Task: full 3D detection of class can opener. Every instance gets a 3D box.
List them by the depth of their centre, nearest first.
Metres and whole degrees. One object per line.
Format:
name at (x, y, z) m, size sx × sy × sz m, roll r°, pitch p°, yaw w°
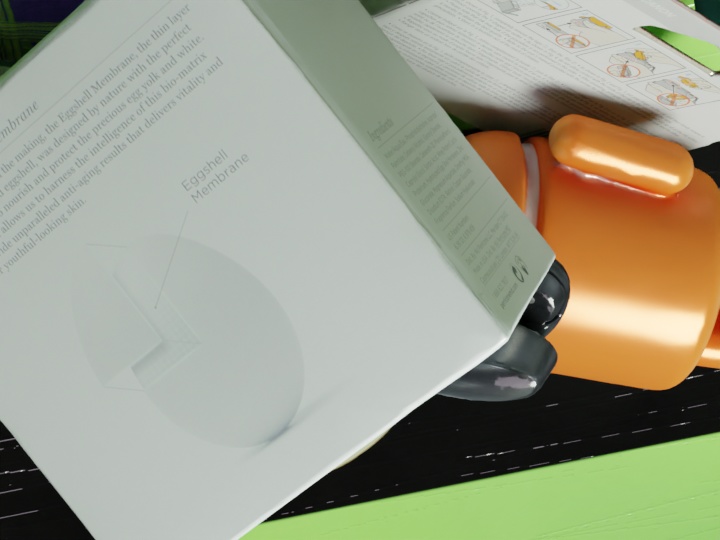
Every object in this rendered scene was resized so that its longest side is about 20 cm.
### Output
can opener at (0.000, 0.000, 0.892) m, size 0.199 × 0.079 × 0.064 m, roll 16°, pitch 122°, yaw 16°

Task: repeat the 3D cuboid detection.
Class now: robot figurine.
robot figurine at (0.105, -0.004, 0.973) m, size 0.198 × 0.118 × 0.144 m, roll 11°, pitch 170°, yaw -9°

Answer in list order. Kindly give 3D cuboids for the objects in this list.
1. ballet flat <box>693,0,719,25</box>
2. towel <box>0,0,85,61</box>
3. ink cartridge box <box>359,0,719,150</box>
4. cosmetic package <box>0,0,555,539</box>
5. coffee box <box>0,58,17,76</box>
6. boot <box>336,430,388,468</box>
ballet flat at (0.190, -0.169, 0.834) m, size 0.065 × 0.071 × 0.200 m, roll -14°, pitch 151°, yaw -9°
towel at (-0.151, -0.127, 0.838) m, size 0.142 × 0.023 × 0.200 m, roll 0°, pitch 161°, yaw -7°
ink cartridge box at (0.106, -0.108, 0.914) m, size 0.199 × 0.045 × 0.176 m, roll 22°, pitch 156°, yaw -40°
cosmetic package at (-0.063, -0.012, 0.802) m, size 0.199 × 0.123 × 0.200 m, roll -37°, pitch 94°, yaw 21°
coffee box at (-0.132, -0.052, 0.957) m, size 0.199 × 0.044 × 0.123 m, roll 7°, pitch 158°, yaw -25°
boot at (-0.087, 0.067, 1.138) m, size 0.199 × 0.073 × 0.155 m, roll -16°, pitch 146°, yaw 25°
